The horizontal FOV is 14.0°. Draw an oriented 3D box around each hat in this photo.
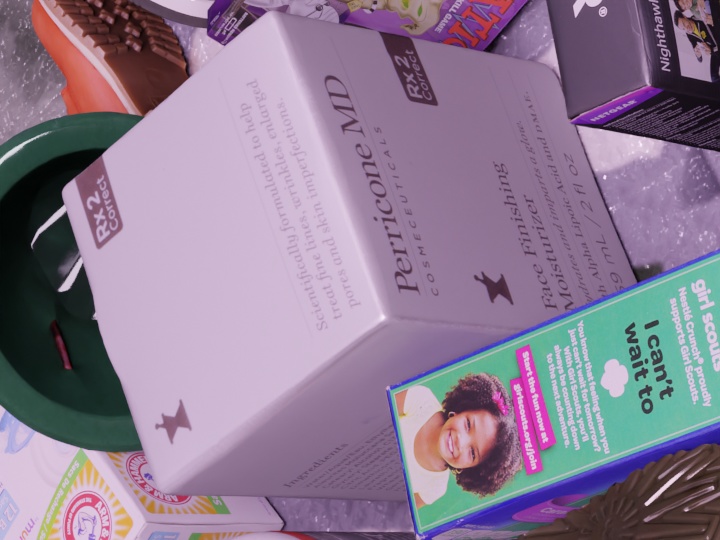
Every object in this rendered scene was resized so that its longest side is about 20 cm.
[{"bbox_3d":[-0.142,-0.013,1.561,0.165,0.176,0.200,-30,99,-2],"label":"hat"}]

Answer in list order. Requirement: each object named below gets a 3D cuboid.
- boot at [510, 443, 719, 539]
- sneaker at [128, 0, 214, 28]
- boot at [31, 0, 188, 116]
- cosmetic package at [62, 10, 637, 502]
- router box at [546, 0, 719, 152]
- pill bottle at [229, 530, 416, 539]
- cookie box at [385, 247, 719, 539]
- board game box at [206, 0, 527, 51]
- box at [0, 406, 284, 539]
[{"bbox_3d":[0.164,0.161,1.214,0.175,0.200,0.066,-24,38,42],"label":"boot"},{"bbox_3d":[-0.110,-0.226,1.592,0.200,0.083,0.121,47,125,37],"label":"sneaker"},{"bbox_3d":[-0.137,-0.078,1.607,0.200,0.075,0.107,55,126,31],"label":"boot"},{"bbox_3d":[0.000,0.000,1.380,0.165,0.200,0.165,-38,62,34],"label":"cosmetic package"},{"bbox_3d":[0.137,-0.157,1.304,0.051,0.149,0.201,-22,70,39],"label":"router box"},{"bbox_3d":[0.017,0.178,1.344,0.116,0.200,0.116,-5,82,42],"label":"pill bottle"},{"bbox_3d":[0.142,0.055,1.263,0.200,0.171,0.075,-26,71,39],"label":"cookie box"},{"bbox_3d":[0.028,-0.160,1.431,0.200,0.120,0.032,-49,27,28],"label":"board game box"},{"bbox_3d":[-0.150,0.109,1.575,0.200,0.101,0.113,51,119,34],"label":"box"}]
